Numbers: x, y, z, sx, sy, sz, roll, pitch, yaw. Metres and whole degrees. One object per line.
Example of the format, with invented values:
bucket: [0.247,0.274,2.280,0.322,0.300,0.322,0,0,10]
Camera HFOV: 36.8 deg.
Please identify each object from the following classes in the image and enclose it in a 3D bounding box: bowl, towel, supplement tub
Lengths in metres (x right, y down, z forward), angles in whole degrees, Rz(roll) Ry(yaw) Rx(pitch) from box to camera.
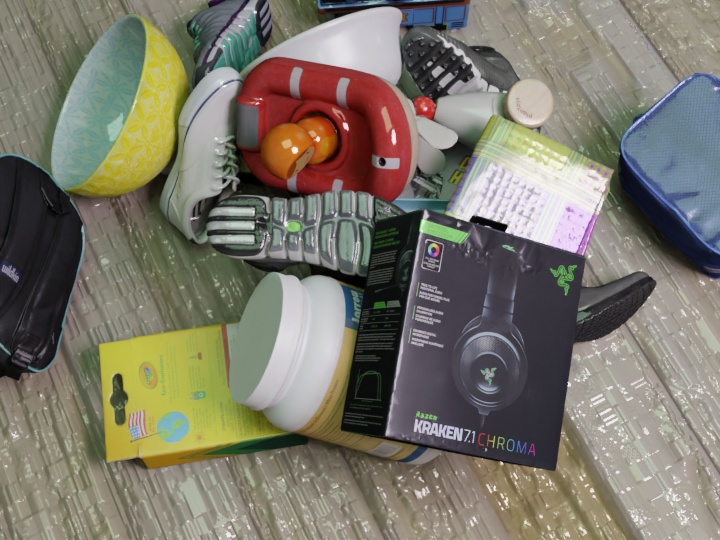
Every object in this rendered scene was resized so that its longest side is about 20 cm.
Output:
bowl: [-0.240,-0.160,1.171,0.107,0.199,0.203,24,60,-36]
towel: [0.144,-0.032,1.032,0.142,0.023,0.203,25,84,-3]
bowl: [-0.030,-0.197,1.169,0.198,0.201,0.092,-23,88,-9]
supplement tub: [-0.009,0.090,1.014,0.197,0.144,0.147,19,64,-23]

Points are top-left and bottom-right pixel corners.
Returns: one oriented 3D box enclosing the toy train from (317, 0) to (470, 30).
toy train: [0.038,-0.332,1.253,0.196,0.115,0.088,-6,62,-3]

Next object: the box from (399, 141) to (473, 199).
box: [0.115,-0.075,1.146,0.198,0.049,0.159,25,61,24]

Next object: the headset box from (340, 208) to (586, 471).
headset box: [0.091,0.056,0.933,0.172,0.092,0.203,15,79,-24]

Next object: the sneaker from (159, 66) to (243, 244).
sneaker: [-0.151,-0.115,1.124,0.072,0.202,0.071,-22,57,-41]

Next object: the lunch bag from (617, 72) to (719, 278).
lunch bag: [0.360,-0.098,1.141,0.135,0.132,0.201,-38,71,1]

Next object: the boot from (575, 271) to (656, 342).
boot: [0.198,0.015,1.128,0.198,0.070,0.132,-23,60,-16]

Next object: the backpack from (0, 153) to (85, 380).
backpack: [-0.372,-0.010,1.081,0.151,0.176,0.202,-6,54,32]

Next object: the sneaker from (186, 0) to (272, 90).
sneaker: [-0.167,-0.250,1.229,0.086,0.075,0.201,5,38,14]

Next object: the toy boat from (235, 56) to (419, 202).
toy boat: [-0.046,-0.122,1.025,0.197,0.133,0.130,14,27,25]

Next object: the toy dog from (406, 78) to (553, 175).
toy dog: [0.100,-0.131,1.100,0.197,0.132,0.098,-7,83,12]

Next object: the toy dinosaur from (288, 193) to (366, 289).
toy dinosaur: [0.000,0.000,1.112,0.197,0.103,0.078,21,68,13]

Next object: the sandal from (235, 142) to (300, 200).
sandal: [-0.124,-0.114,1.191,0.054,0.082,0.201,-42,78,6]

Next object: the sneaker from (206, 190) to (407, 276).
sneaker: [-0.041,-0.031,1.023,0.196,0.116,0.076,7,81,2]

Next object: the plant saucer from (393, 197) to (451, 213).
plant saucer: [0.073,-0.038,1.070,0.196,0.019,0.071,1,63,3]

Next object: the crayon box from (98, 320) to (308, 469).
crayon box: [-0.157,0.122,1.088,0.196,0.051,0.129,-8,67,-4]

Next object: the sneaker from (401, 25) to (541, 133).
sneaker: [0.118,-0.216,1.192,0.199,0.066,0.091,30,40,-31]
